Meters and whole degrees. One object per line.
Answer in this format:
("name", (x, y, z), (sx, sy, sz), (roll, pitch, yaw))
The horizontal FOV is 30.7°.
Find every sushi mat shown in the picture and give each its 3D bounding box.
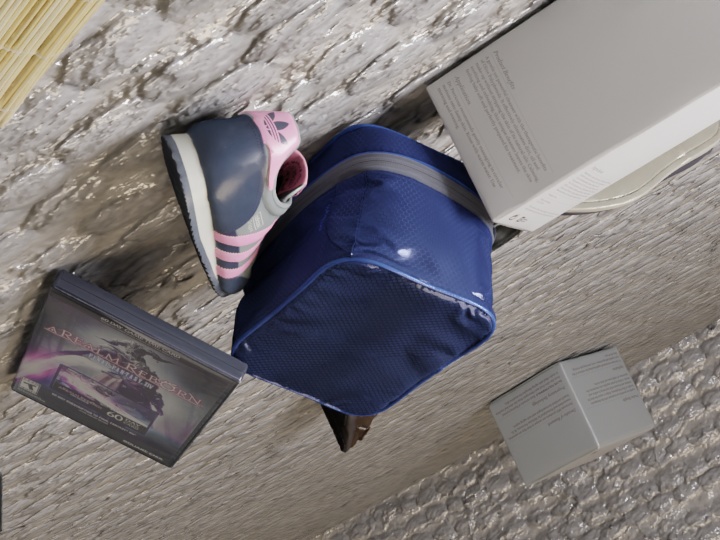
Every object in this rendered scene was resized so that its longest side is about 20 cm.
("sushi mat", (-0.138, -0.118, 0.542), (0.095, 0.012, 0.200), (-8, 157, -48))

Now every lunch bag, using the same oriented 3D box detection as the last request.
("lunch bag", (0.000, 0.000, 0.908), (0.135, 0.133, 0.200), (25, 141, -25))

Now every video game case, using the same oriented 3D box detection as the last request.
("video game case", (-0.175, 0.078, 0.956), (0.200, 0.142, 0.019), (-49, -164, 58))

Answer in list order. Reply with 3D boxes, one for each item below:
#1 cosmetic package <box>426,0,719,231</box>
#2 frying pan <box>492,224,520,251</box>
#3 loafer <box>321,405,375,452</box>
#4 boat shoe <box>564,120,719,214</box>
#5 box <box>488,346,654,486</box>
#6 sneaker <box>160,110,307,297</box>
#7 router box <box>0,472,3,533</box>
("cosmetic package", (0.157, -0.120, 0.840), (0.199, 0.108, 0.085), (-30, 165, 20))
("frying pan", (0.119, -0.026, 1.246), (0.115, 0.031, 0.190), (-33, 167, 26))
("loafer", (-0.002, 0.175, 1.651), (0.070, 0.074, 0.200), (-22, 166, -13))
("boat shoe", (0.216, -0.086, 1.098), (0.199, 0.073, 0.063), (-24, 166, -25))
("box", (0.391, 0.269, 2.427), (0.198, 0.172, 0.200), (-9, 158, -47))
("sneaker", (-0.069, -0.038, 0.816), (0.081, 0.071, 0.200), (-21, 166, -7))
("router box", (-0.373, 0.166, 0.910), (0.148, 0.052, 0.199), (9, -170, 40))
